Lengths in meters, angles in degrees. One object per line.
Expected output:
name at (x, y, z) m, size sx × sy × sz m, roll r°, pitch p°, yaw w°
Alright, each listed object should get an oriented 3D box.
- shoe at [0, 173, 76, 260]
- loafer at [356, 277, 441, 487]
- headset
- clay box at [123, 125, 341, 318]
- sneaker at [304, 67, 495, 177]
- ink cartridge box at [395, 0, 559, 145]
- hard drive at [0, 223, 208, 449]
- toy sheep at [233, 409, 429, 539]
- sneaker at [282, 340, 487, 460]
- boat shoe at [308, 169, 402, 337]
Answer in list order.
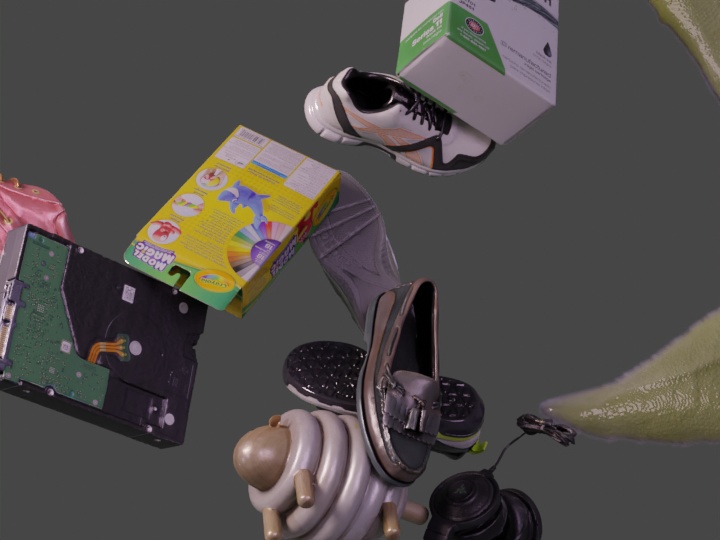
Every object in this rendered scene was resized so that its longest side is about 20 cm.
shoe at (-0.327, -0.060, 1.431) m, size 0.091 × 0.071 × 0.200 m, roll -34°, pitch 92°, yaw -30°
loafer at (0.040, 0.091, 1.426) m, size 0.072 × 0.063 × 0.200 m, roll 27°, pitch 44°, yaw -30°
headset at (0.125, 0.225, 1.473) m, size 0.123 × 0.094 × 0.200 m, roll 32°, pitch 77°, yaw -47°
clay box at (-0.117, -0.039, 1.484) m, size 0.115 × 0.048 × 0.200 m, roll 26°, pitch 53°, yaw 17°
sneaker at (0.048, -0.148, 1.613) m, size 0.200 × 0.080 × 0.074 m, roll 11°, pitch 66°, yaw -20°
ink cartridge box at (0.122, -0.249, 1.638) m, size 0.146 × 0.083 × 0.200 m, roll 29°, pitch 46°, yaw -25°
hard drive at (-0.228, 0.060, 1.405) m, size 0.200 × 0.038 × 0.140 m, roll 26°, pitch 61°, yaw -38°
toy sheep at (-0.025, 0.191, 1.431) m, size 0.200 × 0.138 × 0.138 m, roll 29°, pitch 62°, yaw -27°
sneaker at (0.019, 0.131, 1.503) m, size 0.200 × 0.083 × 0.072 m, roll 18°, pitch 49°, yaw 12°
boat shoe at (0.002, 0.000, 1.555) m, size 0.074 × 0.065 × 0.202 m, roll -26°, pitch 76°, yaw -9°
